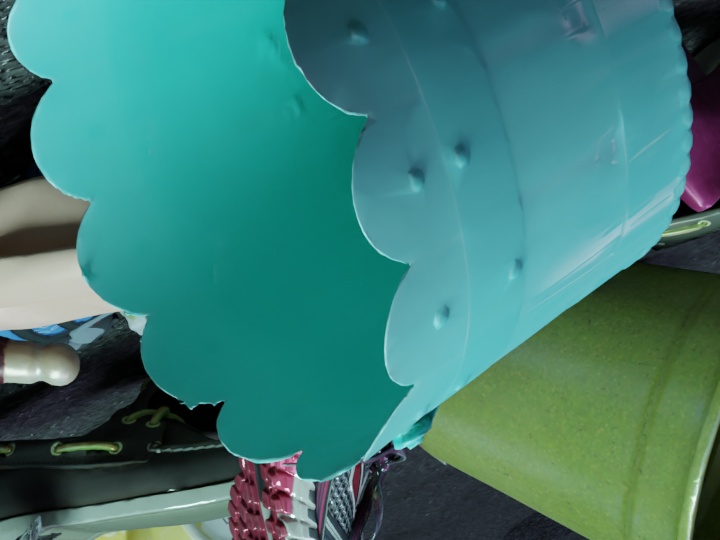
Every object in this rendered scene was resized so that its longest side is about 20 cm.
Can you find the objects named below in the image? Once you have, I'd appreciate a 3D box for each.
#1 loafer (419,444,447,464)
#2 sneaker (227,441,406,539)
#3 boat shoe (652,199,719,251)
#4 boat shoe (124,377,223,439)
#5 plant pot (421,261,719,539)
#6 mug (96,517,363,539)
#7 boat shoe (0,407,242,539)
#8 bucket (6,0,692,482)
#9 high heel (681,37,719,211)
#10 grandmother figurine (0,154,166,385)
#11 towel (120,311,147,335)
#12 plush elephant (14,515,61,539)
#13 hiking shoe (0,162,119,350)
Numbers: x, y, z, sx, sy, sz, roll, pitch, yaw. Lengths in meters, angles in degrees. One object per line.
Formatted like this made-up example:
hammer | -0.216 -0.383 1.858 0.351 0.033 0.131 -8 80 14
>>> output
loafer | 0.116 0.068 1.625 0.199 0.069 0.076 -26 165 0
sneaker | -0.016 0.098 1.141 0.074 0.081 0.201 -11 117 -23
boat shoe | 0.223 -0.069 1.327 0.201 0.073 0.060 -28 170 23
boat shoe | -0.045 0.066 1.349 0.200 0.072 0.061 -22 158 -33
plant pot | 0.139 0.070 1.380 0.200 0.183 0.202 -45 145 -45
mug | -0.084 0.152 1.431 0.185 0.150 0.153 -23 164 -11
boat shoe | -0.119 0.100 1.238 0.200 0.061 0.072 -13 166 22
bucket | -0.004 -0.053 0.773 0.134 0.208 0.207 -26 167 -29
high heel | 0.195 -0.077 1.205 0.067 0.096 0.199 -35 162 32
grandmother figurine | -0.149 0.000 0.908 0.199 0.122 0.061 -14 -157 26
towel | 0.000 0.000 1.187 0.199 0.048 0.171 -25 152 12
plush elephant | -0.223 0.128 1.115 0.199 0.165 0.155 -16 151 -19
hiking shoe | -0.125 -0.006 0.968 0.086 0.075 0.200 -18 163 -30
